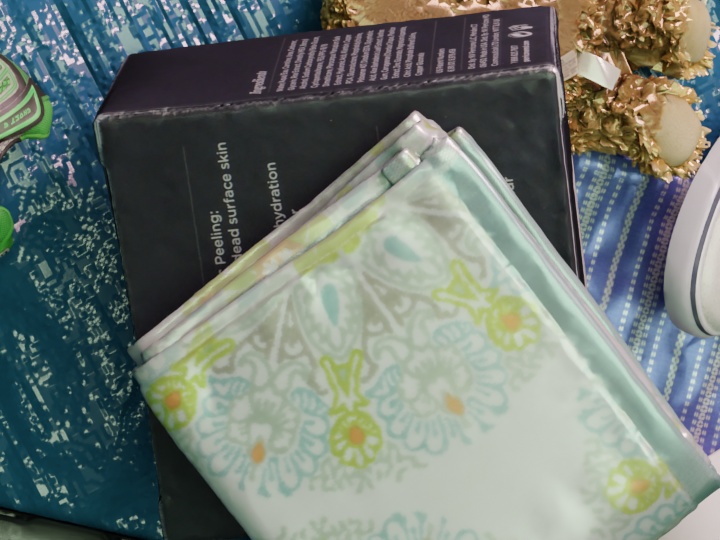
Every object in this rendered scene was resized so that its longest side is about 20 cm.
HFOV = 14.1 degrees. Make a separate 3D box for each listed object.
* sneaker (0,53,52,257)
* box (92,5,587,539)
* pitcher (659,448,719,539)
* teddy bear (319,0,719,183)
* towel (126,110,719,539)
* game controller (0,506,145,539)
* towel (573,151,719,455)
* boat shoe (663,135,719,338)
[{"bbox_3d":[-0.201,-0.009,1.293,0.085,0.078,0.201,29,85,-15],"label":"sneaker"},{"bbox_3d":[0.000,0.000,1.278,0.199,0.118,0.198,-6,109,4],"label":"box"},{"bbox_3d":[0.194,0.189,1.385,0.121,0.171,0.201,-25,81,-41],"label":"pitcher"},{"bbox_3d":[0.075,-0.101,1.364,0.199,0.067,0.146,-6,84,-15],"label":"teddy bear"},{"bbox_3d":[0.025,0.060,1.195,0.171,0.048,0.200,-37,93,7],"label":"towel"},{"bbox_3d":[-0.146,0.167,1.342,0.199,0.042,0.105,15,75,-15],"label":"game controller"},{"bbox_3d":[0.144,0.022,1.413,0.199,0.024,0.146,16,90,-15],"label":"towel"},{"bbox_3d":[0.224,-0.046,1.371,0.202,0.086,0.075,-53,137,-19],"label":"boat shoe"}]
